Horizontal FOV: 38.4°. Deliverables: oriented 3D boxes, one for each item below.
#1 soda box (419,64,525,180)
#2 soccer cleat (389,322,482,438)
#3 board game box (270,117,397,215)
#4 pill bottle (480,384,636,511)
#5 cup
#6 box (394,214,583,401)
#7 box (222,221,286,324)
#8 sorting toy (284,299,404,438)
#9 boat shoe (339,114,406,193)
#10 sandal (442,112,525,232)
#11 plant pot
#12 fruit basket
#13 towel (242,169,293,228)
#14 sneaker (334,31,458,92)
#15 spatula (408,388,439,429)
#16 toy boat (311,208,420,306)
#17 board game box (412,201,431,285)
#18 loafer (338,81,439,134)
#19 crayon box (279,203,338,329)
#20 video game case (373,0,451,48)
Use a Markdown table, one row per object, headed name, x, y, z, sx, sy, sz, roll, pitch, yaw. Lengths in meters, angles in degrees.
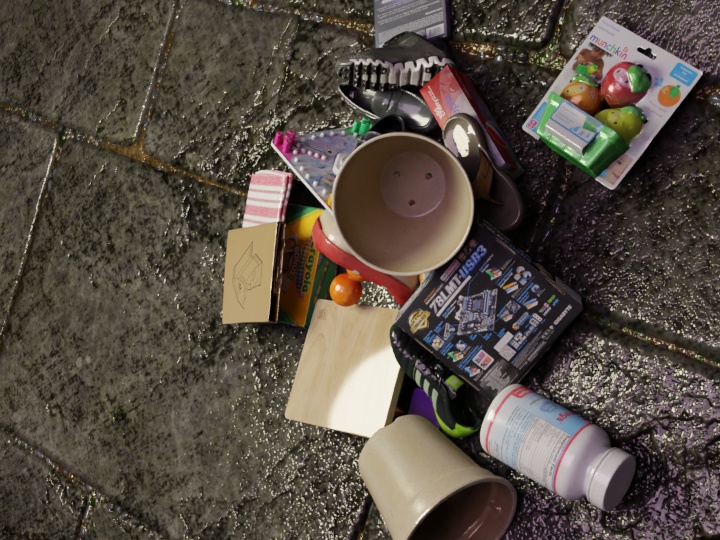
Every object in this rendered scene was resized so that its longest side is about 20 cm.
| name | x | y | z | sx | sy | sz | roll | pitch | yaw |
| --- | --- | --- | --- | --- | --- | --- | --- | --- | --- |
| soda box | 0.171 | -0.217 | 1.593 | 0.063 | 0.070 | 0.201 | -40 | 62 | 27 |
| soccer cleat | 0.115 | 0.157 | 1.538 | 0.201 | 0.067 | 0.081 | 58 | 149 | -2 |
| board game box | -0.011 | -0.169 | 1.645 | 0.200 | 0.198 | 0.026 | 49 | 137 | 31 |
| pill bottle | 0.272 | 0.245 | 1.422 | 0.199 | 0.108 | 0.110 | 27 | 98 | 36 |
| cup | 0.069 | -0.109 | 1.482 | 0.198 | 0.143 | 0.203 | 3 | 107 | 9 |
| box | 0.184 | 0.059 | 1.491 | 0.198 | 0.050 | 0.201 | 38 | 109 | -2 |
| box | -0.182 | 0.008 | 1.737 | 0.199 | 0.021 | 0.166 | -5 | 79 | 59 |
| sorting toy | -0.002 | 0.161 | 1.647 | 0.197 | 0.069 | 0.202 | 6 | 75 | 38 |
| boat shoe | 0.022 | -0.182 | 1.604 | 0.074 | 0.200 | 0.063 | 27 | 131 | 6 |
| sandal | 0.170 | -0.144 | 1.508 | 0.081 | 0.054 | 0.202 | -31 | 73 | 30 |
| plant pot | 0.095 | 0.317 | 1.506 | 0.201 | 0.199 | 0.184 | -56 | 45 | 15 |
| fruit basket | 0.347 | -0.241 | 1.456 | 0.185 | 0.093 | 0.201 | 42 | 104 | 33 |
| towel | -0.164 | -0.072 | 1.780 | 0.146 | 0.030 | 0.203 | 14 | 94 | 62 |
| sneaker | 0.056 | -0.340 | 1.660 | 0.197 | 0.067 | 0.091 | -2 | 59 | -5 |
| spatula | 0.123 | 0.151 | 1.600 | 0.056 | 0.021 | 0.202 | 19 | 92 | 24 |
| toy boat | 0.000 | 0.000 | 1.612 | 0.131 | 0.199 | 0.131 | -56 | 20 | 18 |
| board game box | 0.132 | -0.027 | 1.584 | 0.030 | 0.094 | 0.203 | 131 | 132 | -71 |
| loafer | 0.045 | -0.270 | 1.694 | 0.199 | 0.070 | 0.069 | 24 | 96 | 36 |
| crayon box | -0.101 | -0.008 | 1.767 | 0.118 | 0.058 | 0.203 | 11 | 89 | 39 |
| video game case | 0.083 | -0.465 | 1.731 | 0.142 | 0.019 | 0.203 | -10 | 76 | 35 |
